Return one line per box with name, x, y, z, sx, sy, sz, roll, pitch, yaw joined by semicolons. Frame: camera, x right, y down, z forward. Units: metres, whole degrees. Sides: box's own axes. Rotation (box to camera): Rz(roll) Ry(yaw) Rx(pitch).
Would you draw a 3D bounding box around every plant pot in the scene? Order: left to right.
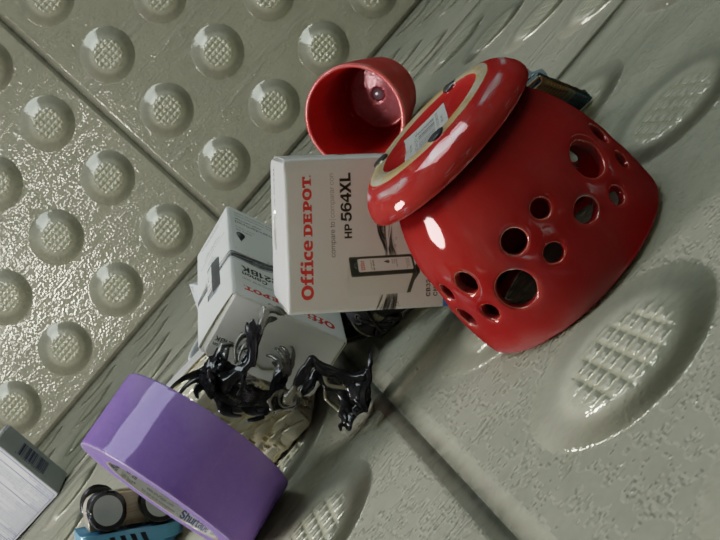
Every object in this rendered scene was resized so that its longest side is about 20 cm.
plant pot;0.015;-0.312;1.930;0.200;0.201;0.178;-40;6;31
plant pot;0.121;-0.064;0.862;0.200;0.182;0.201;-42;14;13

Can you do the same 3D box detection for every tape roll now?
tape roll;-0.177;0.197;1.035;0.086;0.199;0.199;-55;15;-21

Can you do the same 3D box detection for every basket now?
basket;-0.156;0.171;1.202;0.200;0.135;0.124;-45;15;14

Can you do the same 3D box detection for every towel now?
towel;0.155;-0.141;1.147;0.200;0.022;0.146;-42;-21;26

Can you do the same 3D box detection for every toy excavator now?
toy excavator;-0.308;0.365;1.244;0.191;0.204;0.100;-5;-5;-23

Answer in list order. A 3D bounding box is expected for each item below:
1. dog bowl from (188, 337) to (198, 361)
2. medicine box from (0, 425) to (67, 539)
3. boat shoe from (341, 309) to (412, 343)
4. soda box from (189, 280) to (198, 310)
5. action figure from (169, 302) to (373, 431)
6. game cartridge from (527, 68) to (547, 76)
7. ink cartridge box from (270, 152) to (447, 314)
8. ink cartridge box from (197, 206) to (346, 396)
dog bowl;-0.182;0.091;1.635;0.200;0.079;0.200;-45;13;13
medicine box;-0.794;0.487;2.289;0.200;0.182;0.103;-45;12;9
boat shoe;0.015;0.045;1.155;0.199;0.071;0.066;-23;39;58
soda box;-0.167;0.046;1.443;0.063;0.069;0.199;-23;15;-28
action figure;-0.086;0.100;1.023;0.119;0.196;0.104;90;-173;-62
game cartridge;0.125;-0.147;1.179;0.132;0.042;0.201;-28;-16;-28
ink cartridge box;0.016;-0.039;0.991;0.084;0.196;0.149;-147;54;-75
ink cartridge box;-0.105;0.032;1.162;0.084;0.143;0.201;-56;24;22
